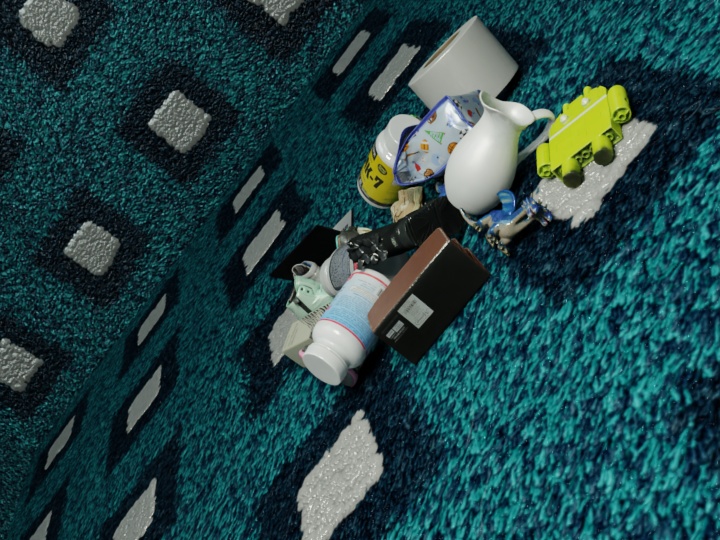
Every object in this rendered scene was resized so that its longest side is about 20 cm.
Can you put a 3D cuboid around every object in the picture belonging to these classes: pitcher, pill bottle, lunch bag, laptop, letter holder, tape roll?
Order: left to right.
[{"bbox_3d":[-0.118,-0.070,1.996,0.187,0.115,0.202,-43,24,24],"label":"laptop"},{"bbox_3d":[-0.018,0.102,1.458,0.108,0.109,0.201,-19,29,55],"label":"pill bottle"},{"bbox_3d":[0.000,0.000,1.635,0.199,0.119,0.121,-15,44,58],"label":"pill bottle"},{"bbox_3d":[0.072,-0.237,1.764,0.201,0.112,0.116,120,172,-53],"label":"pill bottle"},{"bbox_3d":[0.107,0.030,1.396,0.201,0.100,0.143,-50,20,11],"label":"letter holder"},{"bbox_3d":[0.163,-0.251,1.592,0.200,0.125,0.169,-45,-11,34],"label":"lunch bag"},{"bbox_3d":[0.216,-0.414,1.711,0.202,0.139,0.203,-43,12,12],"label":"tape roll"},{"bbox_3d":[0.244,-0.201,1.421,0.122,0.168,0.203,-113,35,-45],"label":"pitcher"}]

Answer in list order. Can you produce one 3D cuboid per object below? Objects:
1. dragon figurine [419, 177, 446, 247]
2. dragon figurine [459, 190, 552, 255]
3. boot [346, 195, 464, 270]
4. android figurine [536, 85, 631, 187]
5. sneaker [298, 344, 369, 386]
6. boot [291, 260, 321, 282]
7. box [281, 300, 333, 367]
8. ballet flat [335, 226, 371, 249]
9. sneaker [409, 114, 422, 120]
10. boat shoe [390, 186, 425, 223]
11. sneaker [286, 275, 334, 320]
[{"bbox_3d":[0.168,-0.125,1.547,0.202,0.058,0.099,-58,22,-8],"label":"dragon figurine"},{"bbox_3d":[0.239,-0.090,1.329,0.100,0.059,0.200,-49,21,2],"label":"dragon figurine"},{"bbox_3d":[0.080,-0.067,1.481,0.161,0.075,0.197,-20,4,45],"label":"boot"},{"bbox_3d":[0.362,-0.226,1.318,0.181,0.041,0.203,-38,29,38],"label":"android figurine"},{"bbox_3d":[-0.046,0.162,1.572,0.096,0.079,0.198,-54,28,-18],"label":"sneaker"},{"bbox_3d":[-0.122,0.015,1.904,0.074,0.095,0.199,-60,22,-18],"label":"boot"},{"bbox_3d":[-0.077,0.129,1.678,0.199,0.068,0.083,-30,32,46],"label":"box"},{"bbox_3d":[-0.006,-0.063,1.803,0.067,0.070,0.200,-9,7,8],"label":"ballet flat"},{"bbox_3d":[0.135,-0.292,1.830,0.078,0.085,0.201,-48,23,14],"label":"sneaker"},{"bbox_3d":[0.093,-0.108,1.630,0.063,0.073,0.201,0,27,10],"label":"boat shoe"},{"bbox_3d":[-0.077,0.027,1.760,0.202,0.118,0.074,-53,20,-1],"label":"sneaker"}]
